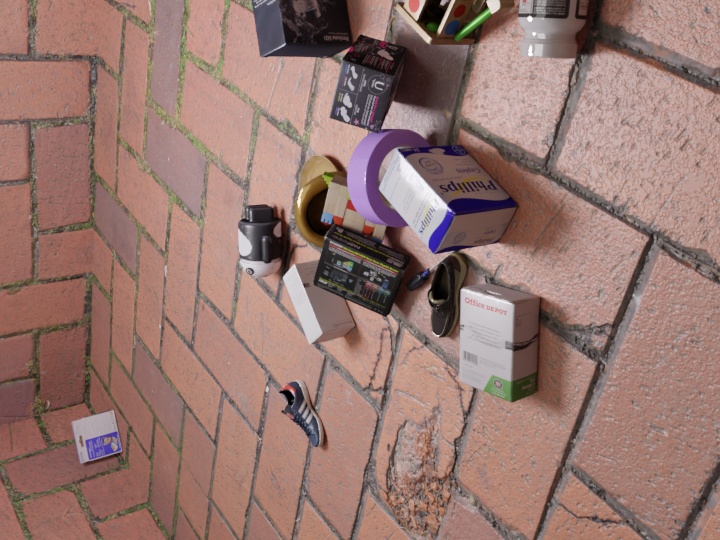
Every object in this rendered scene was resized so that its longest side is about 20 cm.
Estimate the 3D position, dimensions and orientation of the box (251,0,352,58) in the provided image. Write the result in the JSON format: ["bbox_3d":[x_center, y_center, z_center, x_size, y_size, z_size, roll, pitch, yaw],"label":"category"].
[{"bbox_3d":[-0.139,-0.605,1.824,0.117,0.195,0.202,-4,96,52],"label":"box"}]

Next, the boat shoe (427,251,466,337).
[{"bbox_3d":[0.173,0.057,1.685,0.073,0.064,0.202,31,124,42],"label":"boat shoe"}]

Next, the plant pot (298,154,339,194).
[{"bbox_3d":[-0.094,-0.194,2.012,0.199,0.027,0.202,18,112,51],"label":"plant pot"}]

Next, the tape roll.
[{"bbox_3d":[0.069,-0.194,1.647,0.065,0.199,0.202,13,109,52],"label":"tape roll"}]

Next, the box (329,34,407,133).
[{"bbox_3d":[0.020,-0.393,1.652,0.114,0.201,0.133,17,123,2],"label":"box"}]

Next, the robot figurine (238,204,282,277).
[{"bbox_3d":[-0.284,-0.082,2.212,0.123,0.150,0.202,4,105,16],"label":"robot figurine"}]

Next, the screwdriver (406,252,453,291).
[{"bbox_3d":[0.159,-0.011,1.722,0.029,0.028,0.200,42,135,1],"label":"screwdriver"}]

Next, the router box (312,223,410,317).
[{"bbox_3d":[0.000,0.000,1.814,0.198,0.062,0.151,24,130,6],"label":"router box"}]

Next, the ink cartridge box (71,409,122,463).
[{"bbox_3d":[-1.216,0.763,3.626,0.043,0.198,0.200,-17,85,56],"label":"ink cartridge box"}]

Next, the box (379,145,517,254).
[{"bbox_3d":[0.171,-0.144,1.539,0.200,0.183,0.105,52,134,30],"label":"box"}]

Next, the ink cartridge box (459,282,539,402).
[{"bbox_3d":[0.273,0.137,1.556,0.145,0.084,0.202,17,112,50],"label":"ink cartridge box"}]

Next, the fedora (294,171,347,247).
[{"bbox_3d":[-0.061,-0.151,1.893,0.082,0.198,0.203,-95,8,-71],"label":"fedora"}]

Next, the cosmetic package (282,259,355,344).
[{"bbox_3d":[-0.108,0.080,2.033,0.081,0.112,0.201,-46,64,48],"label":"cosmetic package"}]

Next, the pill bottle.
[{"bbox_3d":[0.322,-0.459,1.308,0.116,0.116,0.202,24,117,48],"label":"pill bottle"}]

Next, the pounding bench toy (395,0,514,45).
[{"bbox_3d":[0.183,-0.490,1.479,0.201,0.123,0.157,55,137,29],"label":"pounding bench toy"}]

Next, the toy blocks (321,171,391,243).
[{"bbox_3d":[-0.009,-0.129,1.816,0.198,0.100,0.138,18,118,3],"label":"toy blocks"}]

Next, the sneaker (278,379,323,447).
[{"bbox_3d":[-0.174,0.413,2.229,0.075,0.084,0.201,-49,61,47],"label":"sneaker"}]
